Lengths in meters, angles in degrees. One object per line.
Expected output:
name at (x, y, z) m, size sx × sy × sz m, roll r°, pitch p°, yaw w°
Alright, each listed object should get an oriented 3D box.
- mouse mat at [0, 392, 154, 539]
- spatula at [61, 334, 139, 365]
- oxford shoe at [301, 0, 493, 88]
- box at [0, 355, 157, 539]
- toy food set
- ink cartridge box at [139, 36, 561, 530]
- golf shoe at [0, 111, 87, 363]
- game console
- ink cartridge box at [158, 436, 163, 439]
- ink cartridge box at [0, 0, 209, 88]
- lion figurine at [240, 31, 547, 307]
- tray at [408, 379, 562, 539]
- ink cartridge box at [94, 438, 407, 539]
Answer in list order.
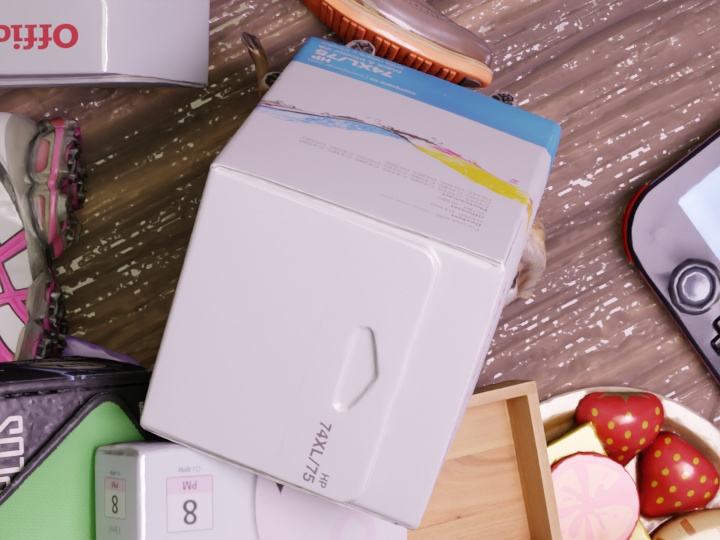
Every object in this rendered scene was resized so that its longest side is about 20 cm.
mouse mat at (-0.120, 0.181, 1.087) m, size 0.161 × 0.008 × 0.201 m, roll -47°, pitch 119°, yaw -25°
spatula at (-0.212, 0.046, 1.238) m, size 0.199 × 0.021 × 0.057 m, roll 22°, pitch 89°, yaw -20°
oxford shoe at (-0.003, -0.171, 1.242) m, size 0.199 × 0.071 × 0.073 m, roll 32°, pitch 83°, yaw -6°
box at (-0.187, 0.149, 1.094) m, size 0.163 × 0.086 × 0.202 m, roll -3°, pitch 95°, yaw -35°
toy food set at (0.142, 0.168, 1.277) m, size 0.197 × 0.049 × 0.201 m, roll -29°, pitch 95°, yaw -5°
ink cartridge box at (0.000, 0.000, 1.105) m, size 0.145 × 0.200 × 0.148 m, roll 20°, pitch 115°, yaw 4°
golf shoe at (-0.202, 0.010, 1.209) m, size 0.091 × 0.073 × 0.202 m, roll 3°, pitch 67°, yaw 1°
game console at (0.266, -0.019, 1.296) m, size 0.199 × 0.031 × 0.177 m, roll -38°, pitch 95°, yaw -4°
ink cartridge box at (-0.085, 0.179, 1.229) m, size 0.143 × 0.085 × 0.202 m, roll -16°, pitch 96°, yaw -10°
ink cartridge box at (-0.167, -0.195, 1.165) m, size 0.144 × 0.144 × 0.202 m, roll 2°, pitch 92°, yaw 18°
lion figurine at (0.018, -0.057, 1.245) m, size 0.199 × 0.123 × 0.073 m, roll 25°, pitch 54°, yaw 9°
tray at (0.008, 0.127, 1.193) m, size 0.198 × 0.037 × 0.100 m, roll -11°, pitch 93°, yaw -22°
ink cartridge box at (-0.051, 0.181, 1.103) m, size 0.161 × 0.057 × 0.202 m, roll -1°, pitch 87°, yaw -37°
